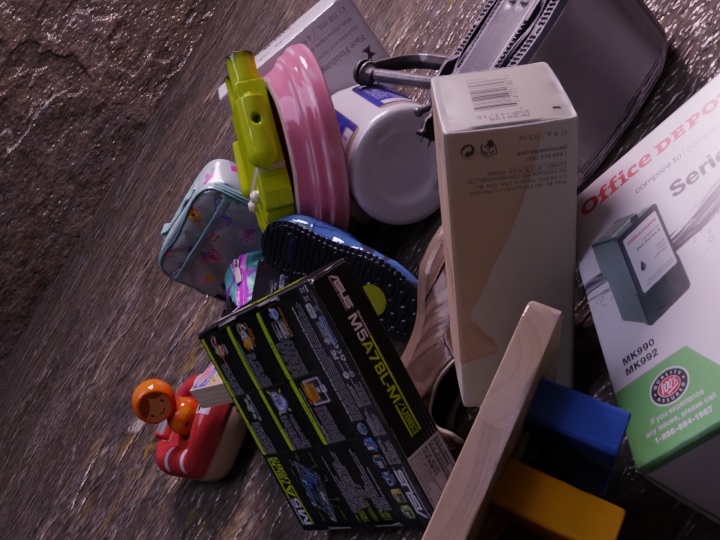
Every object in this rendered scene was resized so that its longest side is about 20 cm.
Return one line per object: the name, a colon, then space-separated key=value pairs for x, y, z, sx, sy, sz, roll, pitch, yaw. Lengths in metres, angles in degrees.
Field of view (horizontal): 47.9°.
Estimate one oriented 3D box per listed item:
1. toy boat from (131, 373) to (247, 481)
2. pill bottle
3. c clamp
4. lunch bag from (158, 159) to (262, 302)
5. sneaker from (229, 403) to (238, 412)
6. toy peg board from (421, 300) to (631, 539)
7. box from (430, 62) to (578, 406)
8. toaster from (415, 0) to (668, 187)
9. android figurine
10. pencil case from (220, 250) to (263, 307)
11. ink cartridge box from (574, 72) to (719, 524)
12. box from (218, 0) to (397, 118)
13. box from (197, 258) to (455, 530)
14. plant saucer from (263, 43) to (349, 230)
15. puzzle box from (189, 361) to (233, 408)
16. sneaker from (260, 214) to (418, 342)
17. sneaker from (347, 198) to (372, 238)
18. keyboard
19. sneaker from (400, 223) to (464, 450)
toy boat: x=-0.214 y=0.173 z=0.976 sx=0.199 sy=0.129 sz=0.133 roll=-17 pitch=49 yaw=55
pill bottle: x=0.018 y=-0.136 z=0.875 sx=0.121 sy=0.119 sz=0.200 roll=-56 pitch=26 yaw=9
c clamp: x=0.064 y=-0.201 z=0.822 sx=0.199 sy=0.169 sz=0.028 roll=28 pitch=132 yaw=51
lunch bag: x=-0.177 y=-0.044 z=1.077 sx=0.201 sy=0.158 sz=0.078 roll=-50 pitch=27 yaw=39
sneaker: x=-0.055 y=0.106 z=0.837 sx=0.198 sy=0.077 sz=0.086 roll=-26 pitch=30 yaw=35
toy peg board: x=0.091 y=0.161 z=0.409 sx=0.096 sy=0.201 sz=0.201 roll=21 pitch=64 yaw=21
box: x=0.094 y=-0.019 z=0.527 sx=0.096 sy=0.076 sz=0.203 roll=-91 pitch=-6 yaw=-59
toaster: x=0.148 y=-0.155 z=0.645 sx=0.202 sy=0.128 sz=0.114 roll=-57 pitch=25 yaw=6
android figurine: x=-0.109 y=-0.121 z=0.862 sx=0.182 sy=0.040 sz=0.204 roll=155 pitch=103 yaw=-78
pencil case: x=-0.123 y=0.063 z=0.965 sx=0.084 sy=0.093 sz=0.202 roll=-33 pitch=35 yaw=13
ink cartridge box: x=0.202 y=0.005 z=0.438 sx=0.146 sy=0.083 sz=0.202 roll=-43 pitch=31 yaw=32
box: x=-0.070 y=-0.238 z=1.040 sx=0.198 sy=0.131 sz=0.200 roll=-40 pitch=18 yaw=2
box: x=-0.030 y=0.110 z=0.648 sx=0.047 sy=0.203 sz=0.192 roll=-31 pitch=4 yaw=-37
plant saucer: x=-0.063 y=-0.130 z=0.849 sx=0.200 sy=0.050 sz=0.205 roll=165 pitch=91 yaw=-78
puzzle box: x=-0.076 y=0.055 z=0.830 sx=0.131 sy=0.026 sz=0.201 roll=-18 pitch=25 yaw=35
sneaker: x=0.000 y=0.000 z=0.773 sx=0.198 sy=0.078 sz=0.067 roll=28 pitch=112 yaw=24
sneaker: x=-0.054 y=-0.074 z=1.000 sx=0.090 sy=0.067 sz=0.200 roll=-52 pitch=30 yaw=5
keyboard: x=-0.099 y=0.029 z=0.853 sx=0.125 sy=0.021 sz=0.201 roll=-28 pitch=22 yaw=10
sneaker: x=0.082 y=0.049 z=0.655 sx=0.075 sy=0.070 sz=0.204 roll=8 pitch=76 yaw=45
